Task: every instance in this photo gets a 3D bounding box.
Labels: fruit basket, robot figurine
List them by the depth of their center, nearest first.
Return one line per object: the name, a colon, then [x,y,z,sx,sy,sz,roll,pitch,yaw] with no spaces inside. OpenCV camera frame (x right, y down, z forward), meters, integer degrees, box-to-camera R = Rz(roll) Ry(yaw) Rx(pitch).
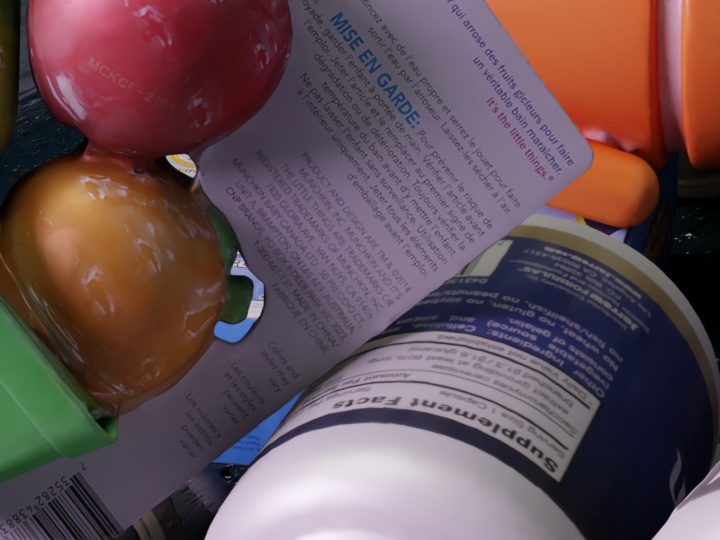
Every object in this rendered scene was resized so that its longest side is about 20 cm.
fruit basket: [-0.072,-0.040,0.667,0.200,0.185,0.094,-39,12,-2]
robot figurine: [0.075,-0.091,0.906,0.199,0.117,0.144,2,22,12]

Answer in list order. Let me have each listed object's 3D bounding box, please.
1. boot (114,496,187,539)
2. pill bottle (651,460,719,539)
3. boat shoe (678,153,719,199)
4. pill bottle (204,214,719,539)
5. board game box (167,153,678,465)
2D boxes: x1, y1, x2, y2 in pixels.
boot: [-0.170,0.118,0.876,0.199,0.073,0.151,0,28,40]
pill bottle: [0.124,0.072,0.558,0.113,0.114,0.200,-6,24,43]
boat shoe: [0.148,-0.070,1.000,0.072,0.065,0.200,-47,26,-14]
pill bottle: [0.023,0.074,0.687,0.111,0.112,0.200,-14,20,27]
board game box: [0.000,0.000,0.916,0.199,0.056,0.196,4,25,14]
